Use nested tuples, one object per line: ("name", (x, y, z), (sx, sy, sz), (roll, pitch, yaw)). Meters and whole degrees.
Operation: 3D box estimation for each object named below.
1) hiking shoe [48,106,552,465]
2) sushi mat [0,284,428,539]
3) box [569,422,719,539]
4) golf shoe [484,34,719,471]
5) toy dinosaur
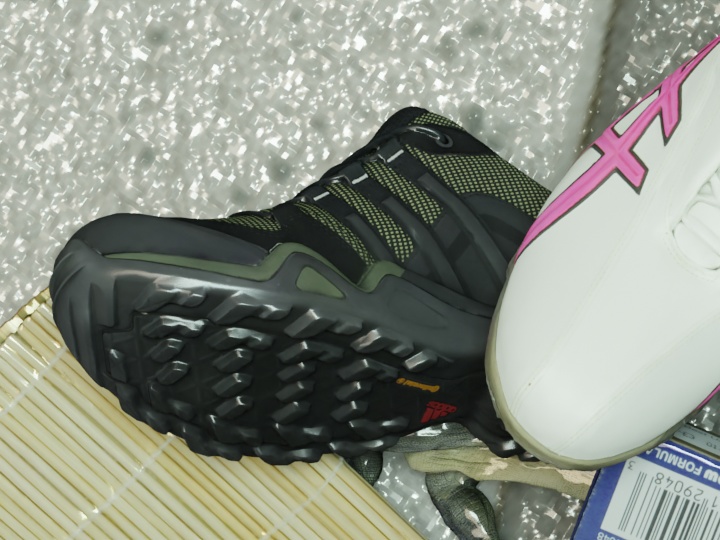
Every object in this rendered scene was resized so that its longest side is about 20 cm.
("hiking shoe", (0.000, 0.000, 0.809), (0.076, 0.199, 0.101), (122, 147, -42))
("sushi mat", (-0.040, 0.089, 0.826), (0.200, 0.012, 0.096), (43, 101, -9))
("box", (0.098, 0.153, 0.803), (0.121, 0.032, 0.201), (22, 104, 9))
("golf shoe", (0.106, -0.031, 0.756), (0.073, 0.092, 0.200), (39, 69, 5))
("toy dinosaur", (0.022, 0.059, 0.851), (0.199, 0.047, 0.088), (27, 85, 13))
